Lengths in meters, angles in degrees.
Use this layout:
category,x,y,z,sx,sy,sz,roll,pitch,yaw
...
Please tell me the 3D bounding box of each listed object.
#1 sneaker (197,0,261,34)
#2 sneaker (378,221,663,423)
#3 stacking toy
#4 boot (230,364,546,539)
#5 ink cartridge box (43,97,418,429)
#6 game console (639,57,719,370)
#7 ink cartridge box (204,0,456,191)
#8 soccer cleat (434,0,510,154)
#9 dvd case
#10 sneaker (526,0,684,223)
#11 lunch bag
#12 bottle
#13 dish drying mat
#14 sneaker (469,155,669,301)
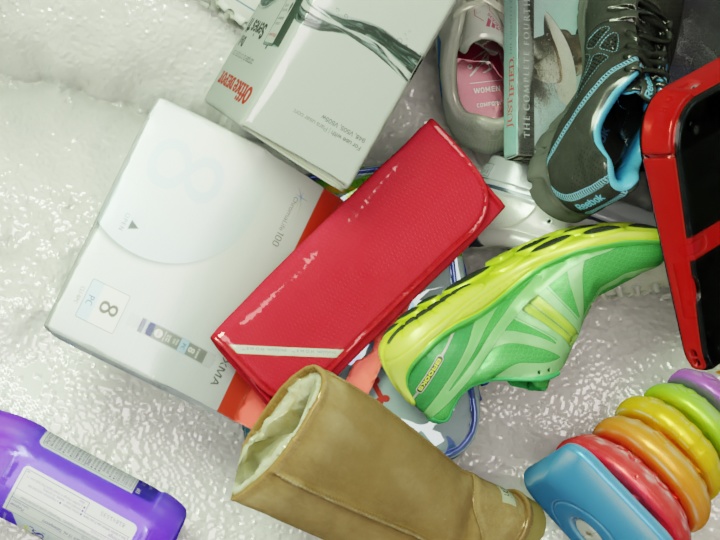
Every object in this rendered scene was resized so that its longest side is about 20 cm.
category,x,y,z,sx,sy,sz,roll,pitch,yaw
sneaker,-0.066,-0.185,1.721,0.199,0.075,0.087,12,88,-2
sneaker,0.107,0.030,1.650,0.200,0.074,0.084,-28,100,-12
stacking toy,0.212,0.104,1.706,0.110,0.116,0.200,46,70,1
boot,-0.003,0.169,1.636,0.200,0.066,0.175,30,95,-33
ink cartridge box,-0.072,0.009,1.630,0.200,0.047,0.160,26,82,0
game console,0.251,-0.052,1.672,0.200,0.031,0.177,-29,115,-42
ink cartridge box,-0.006,-0.162,1.631,0.083,0.147,0.200,29,92,-16
soccer cleat,0.077,-0.177,1.720,0.070,0.086,0.201,-10,85,-5
dvd case,0.182,-0.137,1.717,0.199,0.022,0.147,4,83,-27
sneaker,0.173,-0.125,1.653,0.073,0.082,0.201,23,74,-22
lunch bag,-0.005,0.036,1.696,0.160,0.082,0.201,-8,85,-4
bottle,-0.209,0.132,1.672,0.200,0.084,0.065,28,84,-2
dish drying mat,0.000,0.000,1.632,0.200,0.018,0.077,-44,102,-14
sneaker,0.165,-0.010,1.725,0.199,0.073,0.071,21,93,7
